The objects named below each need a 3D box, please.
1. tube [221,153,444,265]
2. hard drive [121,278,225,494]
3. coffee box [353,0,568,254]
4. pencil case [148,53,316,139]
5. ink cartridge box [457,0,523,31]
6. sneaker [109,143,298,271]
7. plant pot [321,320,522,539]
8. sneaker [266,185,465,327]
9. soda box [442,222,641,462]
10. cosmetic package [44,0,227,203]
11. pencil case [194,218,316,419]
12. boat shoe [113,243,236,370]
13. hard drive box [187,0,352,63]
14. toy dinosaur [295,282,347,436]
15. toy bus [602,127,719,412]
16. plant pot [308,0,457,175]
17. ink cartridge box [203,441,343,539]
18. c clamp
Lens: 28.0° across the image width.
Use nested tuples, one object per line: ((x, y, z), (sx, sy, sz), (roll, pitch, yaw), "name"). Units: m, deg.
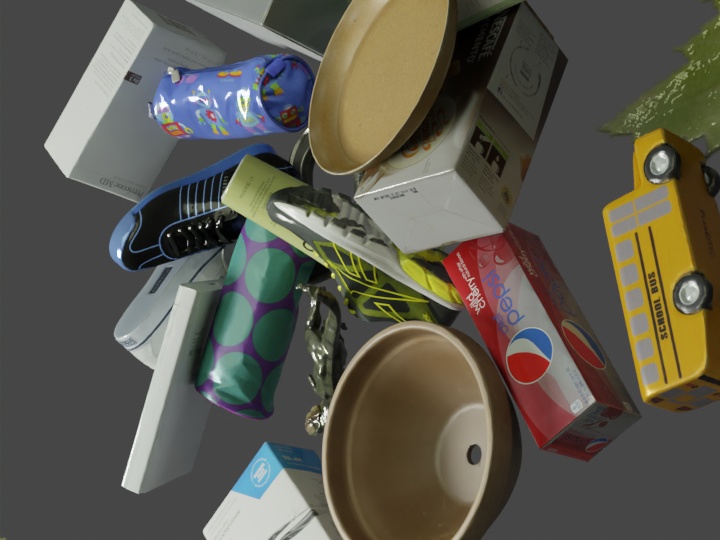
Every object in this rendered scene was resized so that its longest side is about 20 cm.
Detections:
((-0.028, -0.036, 1.303), (0.052, 0.199, 0.058), (-63, 4, -39), "tube")
((-0.170, 0.108, 1.404), (0.027, 0.132, 0.201), (18, 97, 14), "hard drive")
((0.088, -0.122, 1.216), (0.114, 0.080, 0.201), (-11, 44, 43), "coffee box")
((-0.136, -0.182, 1.515), (0.199, 0.087, 0.078), (2, 44, 45), "pencil case")
((0.083, -0.253, 1.272), (0.199, 0.048, 0.146), (-21, 27, 27), "ink cartridge box")
((-0.151, -0.053, 1.422), (0.199, 0.070, 0.078), (-33, 43, -9), "sneaker")
((0.065, 0.148, 1.181), (0.200, 0.092, 0.202), (-17, 67, 45), "plant pot")
((0.000, 0.000, 1.254), (0.085, 0.199, 0.075), (-60, 0, 23), "sneaker")
((0.142, 0.052, 1.158), (0.063, 0.070, 0.201), (-45, 49, 24), "soda box")
((-0.253, -0.188, 1.617), (0.081, 0.113, 0.201), (44, 109, 44), "cosmetic package")
((-0.093, 0.036, 1.374), (0.085, 0.092, 0.201), (20, 95, 23), "pencil case")
((-0.162, 0.021, 1.481), (0.074, 0.086, 0.202), (-7, 42, 49), "boat shoe")
((-0.083, -0.270, 1.440), (0.200, 0.155, 0.077), (29, 97, 46), "hard drive box")
((-0.032, 0.063, 1.311), (0.088, 0.047, 0.201), (-98, 5, -46), "toy dinosaur")
((0.237, -0.002, 1.086), (0.078, 0.065, 0.201), (-29, 58, 38), "toy bus")
((0.022, -0.170, 1.201), (0.200, 0.027, 0.201), (-40, 39, 43), "plant pot")
((-0.049, 0.262, 1.280), (0.116, 0.068, 0.200), (-56, 45, 16), "ink cartridge box")
((-0.018, -0.090, 1.402), (0.170, 0.027, 0.201), (-14, 67, 43), "c clamp")
